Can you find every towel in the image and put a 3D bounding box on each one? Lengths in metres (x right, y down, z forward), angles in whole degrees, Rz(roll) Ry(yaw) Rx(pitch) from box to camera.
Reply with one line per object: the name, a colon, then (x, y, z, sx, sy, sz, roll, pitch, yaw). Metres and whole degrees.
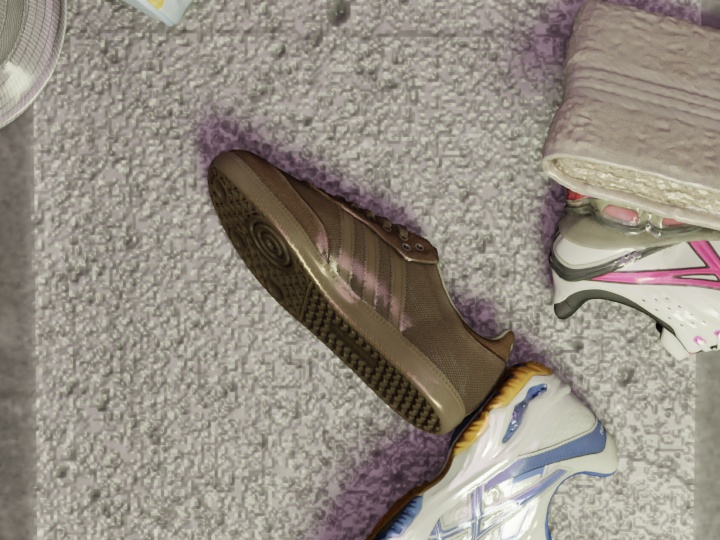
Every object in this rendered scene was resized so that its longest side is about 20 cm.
towel: (0.203, -0.077, 0.945, 0.200, 0.035, 0.133, 15, 49, 2)

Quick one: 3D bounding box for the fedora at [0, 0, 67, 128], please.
fedora: (-0.258, -0.163, 0.953, 0.177, 0.090, 0.200, -17, 93, 2)

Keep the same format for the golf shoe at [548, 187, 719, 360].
golf shoe: (0.203, 0.008, 0.970, 0.200, 0.073, 0.092, 14, 98, 9)

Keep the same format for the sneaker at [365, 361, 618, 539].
sneaker: (0.061, 0.149, 0.976, 0.088, 0.075, 0.200, 41, 94, -2)

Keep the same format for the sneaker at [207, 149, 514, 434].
sneaker: (0.000, 0.000, 0.981, 0.076, 0.070, 0.200, -40, 86, -26)

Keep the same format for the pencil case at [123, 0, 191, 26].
pencil case: (-0.080, -0.230, 0.947, 0.083, 0.091, 0.200, 36, 94, -2)
